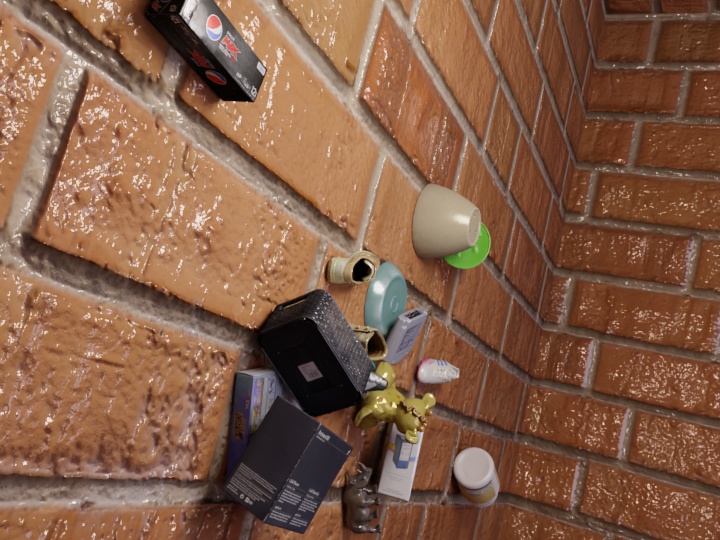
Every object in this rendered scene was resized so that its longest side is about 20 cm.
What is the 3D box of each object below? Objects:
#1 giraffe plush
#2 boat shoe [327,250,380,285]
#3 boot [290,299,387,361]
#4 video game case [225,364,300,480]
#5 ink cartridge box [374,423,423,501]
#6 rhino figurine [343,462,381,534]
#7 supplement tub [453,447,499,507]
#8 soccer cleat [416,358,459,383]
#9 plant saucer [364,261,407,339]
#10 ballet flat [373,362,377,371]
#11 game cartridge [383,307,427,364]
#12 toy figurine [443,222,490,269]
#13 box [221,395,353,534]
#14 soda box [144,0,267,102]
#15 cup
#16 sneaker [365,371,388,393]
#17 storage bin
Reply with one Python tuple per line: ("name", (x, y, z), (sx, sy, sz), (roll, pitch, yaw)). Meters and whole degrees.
("giraffe plush", (0.088, 0.324, 1.671), (0.200, 0.159, 0.176), (40, 72, -79))
("boat shoe", (0.000, 0.000, 1.561), (0.199, 0.065, 0.076), (-18, 114, -60))
("boot", (-0.049, 0.121, 1.395), (0.200, 0.153, 0.074), (40, 67, -46))
("video game case", (-0.174, 0.281, 1.334), (0.180, 0.045, 0.205), (-1, 98, -63))
("ink cartridge box", (0.100, 0.469, 1.821), (0.145, 0.085, 0.205), (106, -1, -81))
("rhino figurine", (0.002, 0.553, 1.720), (0.060, 0.085, 0.205), (-119, -157, -67))
("supplement tub", (0.409, 0.727, 2.483), (0.146, 0.142, 0.202), (-62, 147, -31))
("soccer cleat", (0.230, 0.295, 2.072), (0.199, 0.085, 0.072), (5, 94, -62))
("plant saucer", (0.071, 0.082, 1.756), (0.199, 0.035, 0.205), (-29, 124, -57))
("ballet flat", (-0.009, 0.175, 1.602), (0.200, 0.066, 0.070), (41, 54, -59))
("game cartridge", (0.108, 0.168, 1.797), (0.136, 0.040, 0.199), (-69, 162, 11))
("toy figurine", (0.310, -0.086, 2.111), (0.184, 0.147, 0.205), (43, 35, -73))
("box", (-0.123, 0.350, 1.266), (0.184, 0.103, 0.201), (-57, 153, -13))
("soda box", (-0.219, -0.330, 1.035), (0.200, 0.069, 0.065), (47, 58, -56))
("cup", (0.242, -0.125, 1.910), (0.199, 0.140, 0.205), (-28, 122, -57))
("sneaker", (-0.035, 0.259, 1.544), (0.197, 0.075, 0.118), (24, 87, -33))
("storage bin", (-0.081, 0.154, 1.305), (0.202, 0.133, 0.094), (59, 28, -19))
